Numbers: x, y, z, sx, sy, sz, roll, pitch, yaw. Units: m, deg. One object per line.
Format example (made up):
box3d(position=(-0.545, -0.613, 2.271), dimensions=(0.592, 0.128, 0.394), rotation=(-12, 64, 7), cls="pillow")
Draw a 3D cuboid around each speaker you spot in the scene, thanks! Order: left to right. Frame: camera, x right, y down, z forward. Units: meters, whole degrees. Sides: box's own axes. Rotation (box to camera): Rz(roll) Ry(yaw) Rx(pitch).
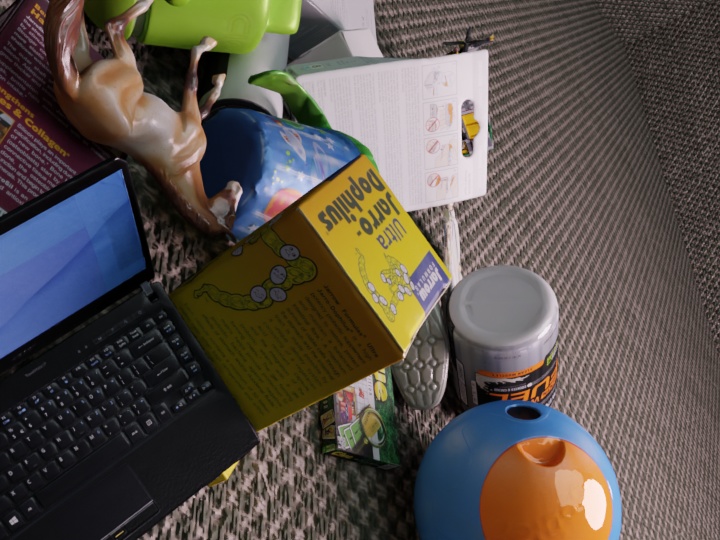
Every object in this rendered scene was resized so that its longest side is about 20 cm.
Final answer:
box3d(position=(-0.111, -0.209, 0.789), dimensions=(0.081, 0.081, 0.200), rotation=(37, 42, -40), cls="speaker")

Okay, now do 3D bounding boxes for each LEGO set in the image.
box3d(position=(0.104, -0.241, 1.080), dimensions=(0.116, 0.154, 0.200), rotation=(58, 34, -48), cls="LEGO set")

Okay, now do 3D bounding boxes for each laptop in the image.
box3d(position=(-0.157, 0.073, 0.424), dimensions=(0.177, 0.103, 0.200), rotation=(-35, 104, -24), cls="laptop")

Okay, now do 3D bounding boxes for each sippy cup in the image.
box3d(position=(-0.073, -0.069, 0.659), dimensions=(0.130, 0.140, 0.178), rotation=(19, 31, -52), cls="sippy cup")

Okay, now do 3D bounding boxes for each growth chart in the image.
box3d(position=(0.112, -0.002, 0.987), dimensions=(0.200, 0.018, 0.145), rotation=(-77, 160, -54), cls="growth chart")

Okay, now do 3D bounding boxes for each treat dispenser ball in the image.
box3d(position=(0.152, 0.229, 0.785), dimensions=(0.201, 0.201, 0.201), rotation=(36, 41, -41), cls="treat dispenser ball")

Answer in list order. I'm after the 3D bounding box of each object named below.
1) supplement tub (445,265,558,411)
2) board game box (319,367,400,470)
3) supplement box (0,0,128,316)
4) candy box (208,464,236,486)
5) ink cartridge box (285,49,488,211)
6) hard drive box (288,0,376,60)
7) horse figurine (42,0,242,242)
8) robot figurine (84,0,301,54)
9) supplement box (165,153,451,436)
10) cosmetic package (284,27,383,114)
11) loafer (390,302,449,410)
box3d(position=(0.166, 0.100, 0.920), dimensions=(0.200, 0.122, 0.123), rotation=(75, 16, -46), cls="supplement tub")
box3d(position=(-0.005, 0.094, 0.807), dimensions=(0.105, 0.023, 0.200), rotation=(31, 45, -48), cls="board game box")
box3d(position=(-0.225, -0.068, 0.505), dimensions=(0.110, 0.086, 0.200), rotation=(45, 37, -34), cls="supplement box")
box3d(position=(-0.105, 0.071, 0.661), dimensions=(0.102, 0.026, 0.200), rotation=(52, 33, -15), cls="candy box")
box3d(position=(0.030, -0.138, 0.811), dimensions=(0.047, 0.200, 0.160), rotation=(-127, -152, -58), cls="ink cartridge box")
box3d(position=(-0.070, -0.335, 0.945), dimensions=(0.200, 0.077, 0.156), rotation=(32, 44, -45), cls="hard drive box")
box3d(position=(-0.142, -0.115, 0.524), dimensions=(0.200, 0.050, 0.133), rotation=(39, 56, -55), cls="horse figurine")
box3d(position=(-0.151, -0.249, 0.679), dimensions=(0.200, 0.175, 0.116), rotation=(0, 111, -24), cls="robot figurine")
box3d(position=(-0.057, 0.028, 0.545), dimensions=(0.110, 0.200, 0.109), rotation=(54, 32, -8), cls="supplement box")
box3d(position=(-0.001, -0.160, 0.904), dimensions=(0.200, 0.108, 0.085), rotation=(64, 30, -6), cls="cosmetic package")
box3d(position=(0.062, 0.055, 0.892), dimensions=(0.070, 0.070, 0.200), rotation=(47, 38, -78), cls="loafer")
